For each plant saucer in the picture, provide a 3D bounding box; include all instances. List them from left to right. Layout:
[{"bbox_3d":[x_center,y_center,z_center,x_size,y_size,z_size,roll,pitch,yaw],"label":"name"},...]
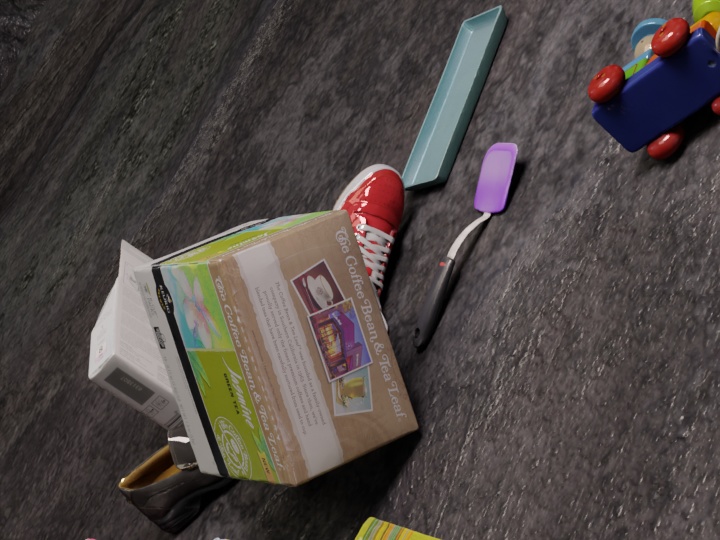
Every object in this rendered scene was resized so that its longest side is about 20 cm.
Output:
[{"bbox_3d":[0.093,-0.166,1.850,0.070,0.019,0.201,-14,49,58],"label":"plant saucer"}]

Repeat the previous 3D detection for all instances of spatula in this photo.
[{"bbox_3d":[0.090,-0.022,1.684,0.200,0.021,0.056,-63,26,-7],"label":"spatula"}]

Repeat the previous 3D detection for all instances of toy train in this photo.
[{"bbox_3d":[0.273,-0.182,1.460,0.200,0.085,0.116,-36,20,41],"label":"toy train"}]

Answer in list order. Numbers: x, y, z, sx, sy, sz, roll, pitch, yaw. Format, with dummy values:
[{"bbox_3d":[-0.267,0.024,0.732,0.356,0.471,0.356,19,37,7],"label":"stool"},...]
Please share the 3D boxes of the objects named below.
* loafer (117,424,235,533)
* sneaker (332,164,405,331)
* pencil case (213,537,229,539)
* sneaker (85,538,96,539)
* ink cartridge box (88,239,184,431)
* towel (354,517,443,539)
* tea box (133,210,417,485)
[{"bbox_3d":[-0.162,0.182,1.873,0.200,0.072,0.073,-47,26,23],"label":"loafer"},{"bbox_3d":[0.000,0.000,1.772,0.201,0.071,0.112,-66,20,4],"label":"sneaker"},{"bbox_3d":[-0.090,0.295,1.587,0.200,0.083,0.091,-150,58,-65],"label":"pencil case"},{"bbox_3d":[-0.251,0.323,1.885,0.088,0.074,0.200,-65,20,-14],"label":"sneaker"},{"bbox_3d":[-0.204,0.080,1.964,0.057,0.162,0.200,-44,28,20],"label":"ink cartridge box"},{"bbox_3d":[0.036,0.247,1.486,0.200,0.018,0.086,2,64,63],"label":"towel"},{"bbox_3d":[-0.077,0.066,1.634,0.133,0.201,0.197,-22,8,-28],"label":"tea box"}]
